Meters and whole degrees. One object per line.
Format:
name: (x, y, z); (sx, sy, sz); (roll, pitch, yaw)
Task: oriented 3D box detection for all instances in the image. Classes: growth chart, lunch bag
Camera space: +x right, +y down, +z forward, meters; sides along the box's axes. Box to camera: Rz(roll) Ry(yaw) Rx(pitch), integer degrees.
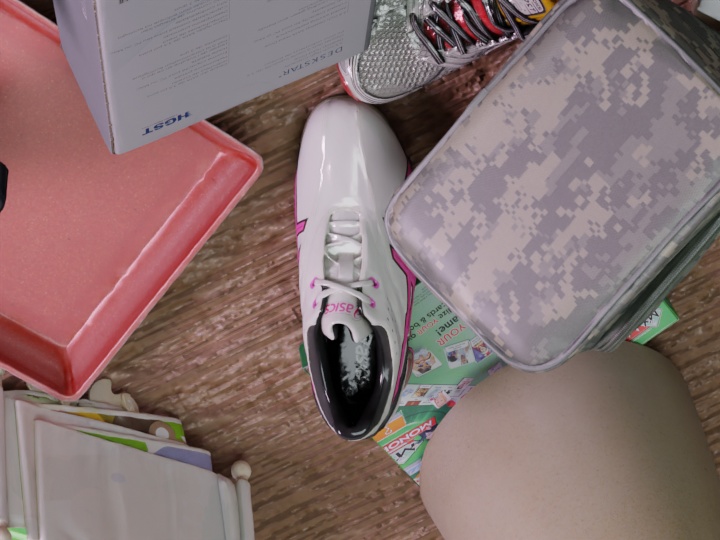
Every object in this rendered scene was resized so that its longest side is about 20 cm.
growth chart: (-0.141, 0.132, 1.140); (0.199, 0.145, 0.018); (24, 134, -27)
lunch bag: (0.135, -0.054, 1.037); (0.139, 0.168, 0.200); (44, 109, 11)

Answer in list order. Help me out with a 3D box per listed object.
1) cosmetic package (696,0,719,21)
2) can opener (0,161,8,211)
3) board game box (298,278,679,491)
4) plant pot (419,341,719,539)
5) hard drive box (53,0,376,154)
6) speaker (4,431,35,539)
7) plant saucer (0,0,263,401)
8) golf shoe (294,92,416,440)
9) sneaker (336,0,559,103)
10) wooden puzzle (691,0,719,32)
cosmetic package: (0.270, -0.207, 1.002); (0.107, 0.085, 0.201); (26, 108, 4)
can opener: (-0.280, -0.029, 1.023); (0.199, 0.079, 0.063); (-24, 130, 15)
board game box: (0.080, 0.039, 1.183); (0.200, 0.029, 0.135); (-36, 120, 12)
plant pot: (0.154, 0.179, 1.157); (0.186, 0.200, 0.188); (-11, 133, -12)
hard drive box: (-0.072, -0.155, 0.934); (0.155, 0.077, 0.200); (-24, 162, -13)
speaker: (-0.180, 0.152, 1.169); (0.199, 0.089, 0.089); (28, 112, -24)
plant saucer: (-0.191, -0.046, 1.083); (0.200, 0.037, 0.200); (32, 110, -24)
golf shoe: (0.000, 0.000, 1.094); (0.072, 0.092, 0.201); (-4, 105, 5)
sneaker: (0.070, -0.158, 1.035); (0.200, 0.082, 0.078); (-36, 119, 12)
wooden puzzle: (0.318, -0.143, 1.072); (0.200, 0.046, 0.185); (46, 111, 3)
